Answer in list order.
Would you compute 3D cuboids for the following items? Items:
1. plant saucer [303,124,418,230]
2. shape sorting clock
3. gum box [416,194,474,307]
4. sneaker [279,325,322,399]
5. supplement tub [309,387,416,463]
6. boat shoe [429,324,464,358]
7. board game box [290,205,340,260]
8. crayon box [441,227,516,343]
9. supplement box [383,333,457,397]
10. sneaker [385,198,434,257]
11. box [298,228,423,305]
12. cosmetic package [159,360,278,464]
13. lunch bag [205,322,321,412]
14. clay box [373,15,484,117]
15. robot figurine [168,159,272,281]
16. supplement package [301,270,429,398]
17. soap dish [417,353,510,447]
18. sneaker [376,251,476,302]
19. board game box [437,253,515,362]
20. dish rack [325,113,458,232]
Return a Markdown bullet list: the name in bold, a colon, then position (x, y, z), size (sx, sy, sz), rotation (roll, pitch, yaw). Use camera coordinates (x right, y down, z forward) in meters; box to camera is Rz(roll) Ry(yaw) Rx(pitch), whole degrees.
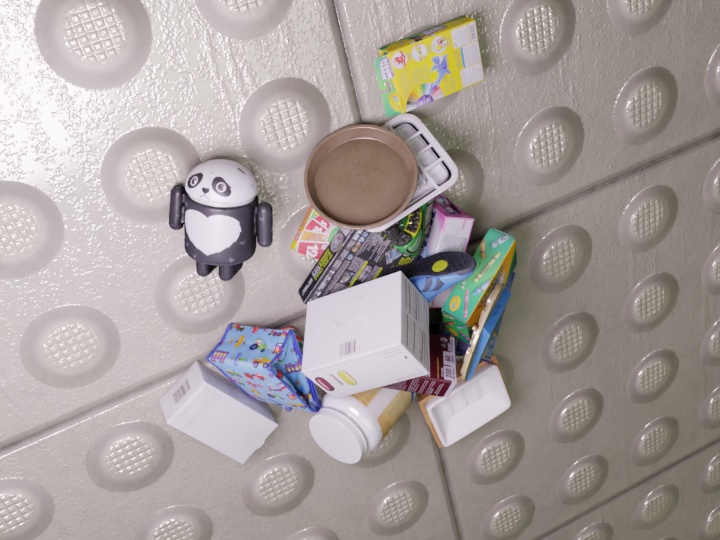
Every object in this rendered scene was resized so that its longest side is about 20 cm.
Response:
- **plant saucer**: position (0.002, -0.160, 1.366), size (0.200, 0.200, 0.029), rotation (-35, 162, -5)
- **shape sorting clock**: position (0.232, 0.116, 1.492), size (0.039, 0.200, 0.200), rotation (26, 107, 12)
- **gum box**: position (0.144, -0.042, 1.519), size (0.066, 0.114, 0.200), rotation (2, 115, -26)
- **sneaker**: position (-0.116, 0.208, 1.538), size (0.070, 0.093, 0.200), rotation (-24, 123, -12)
- **supplement tub**: position (0.005, 0.267, 1.552), size (0.200, 0.144, 0.145), rotation (-44, 133, -39)
- **boat shoe**: position (0.158, 0.143, 1.648), size (0.201, 0.072, 0.061), rotation (10, 101, -36)
- **board game box**: position (-0.026, -0.053, 1.487), size (0.200, 0.030, 0.096), rotation (17, 108, -34)
- **crayon box**: position (0.235, 0.031, 1.538), size (0.200, 0.058, 0.119), rotation (-57, 157, -15)
- **supplement box**: position (0.082, 0.172, 1.518), size (0.199, 0.109, 0.061), rotation (9, 140, -9)
- **sneaker**: position (0.098, -0.115, 1.450), size (0.085, 0.078, 0.200), rotation (63, 41, -54)
- **box**: position (0.000, 0.000, 1.486), size (0.160, 0.044, 0.200), rotation (23, 110, -34)
- **cosmetic package**: position (-0.270, 0.276, 1.510), size (0.113, 0.081, 0.200), rotation (-46, 126, 3)
- **lunch bag**: position (-0.168, 0.203, 1.470), size (0.094, 0.150, 0.200), rotation (-59, 139, -36)
- **clay box**: position (0.115, -0.358, 1.382), size (0.200, 0.048, 0.115), rotation (-23, 123, -12)
- **robot figurine**: position (-0.234, -0.085, 1.310), size (0.150, 0.125, 0.201), rotation (-6, 118, -26)
- **supplement package**: position (0.011, 0.118, 1.399), size (0.200, 0.156, 0.111), rotation (-19, 137, 25)
- **soap dish**: position (0.228, 0.284, 1.749), size (0.200, 0.081, 0.158), rotation (-31, 125, -8)
- **sneaker**: position (0.127, 0.022, 1.449), size (0.200, 0.066, 0.079), rotation (-16, 125, 24)
- **board game box**: position (0.240, 0.079, 1.634), size (0.135, 0.034, 0.201), rotation (21, 83, -32)
- **dish rack**: position (0.056, -0.169, 1.401), size (0.200, 0.172, 0.044), rotation (-33, 161, -6)
